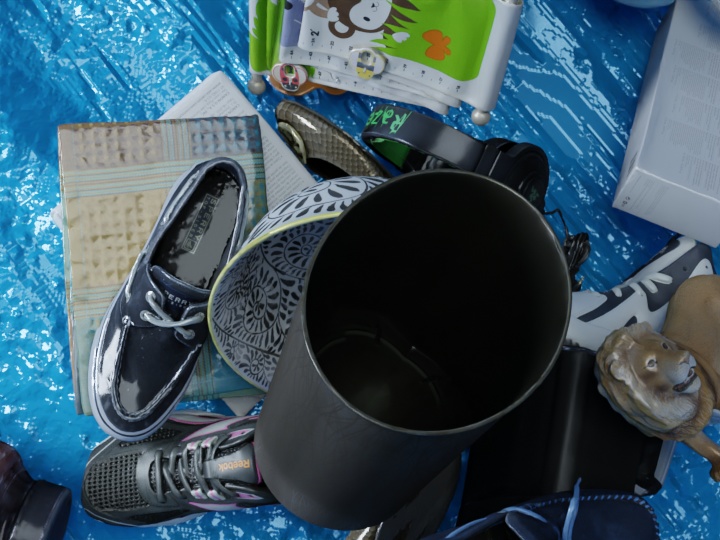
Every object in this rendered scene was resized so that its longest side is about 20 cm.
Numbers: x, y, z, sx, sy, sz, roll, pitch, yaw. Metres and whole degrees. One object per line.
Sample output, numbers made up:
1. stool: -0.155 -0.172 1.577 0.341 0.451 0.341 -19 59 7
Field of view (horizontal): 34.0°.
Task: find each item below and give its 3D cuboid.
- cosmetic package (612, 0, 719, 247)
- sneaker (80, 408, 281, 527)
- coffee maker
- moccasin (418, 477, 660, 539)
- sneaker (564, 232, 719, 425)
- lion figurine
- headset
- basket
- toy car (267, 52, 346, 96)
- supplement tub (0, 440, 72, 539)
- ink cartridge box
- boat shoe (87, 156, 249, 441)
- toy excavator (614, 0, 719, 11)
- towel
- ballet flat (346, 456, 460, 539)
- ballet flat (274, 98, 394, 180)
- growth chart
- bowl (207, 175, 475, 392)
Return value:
1. cosmetic package: 0.248 -0.116 0.871 0.083 0.051 0.200 21 54 3
2. sneaker: -0.091 0.127 0.797 0.200 0.086 0.080 -12 85 -7
3. coffee maker: 0.120 0.153 0.762 0.135 0.192 0.200 -5 60 35
4. moccasin: 0.087 0.170 0.650 0.200 0.068 0.081 -16 76 -22
5. sneaker: 0.190 0.019 0.844 0.199 0.079 0.130 22 68 -12
6. lion figurine: 0.219 0.052 0.765 0.122 0.072 0.200 45 35 -2
7. headset: 0.085 -0.049 0.847 0.200 0.123 0.094 27 87 -23
8. basket: 0.015 0.063 0.690 0.136 0.200 0.180 36 54 5
9. toy car: 0.009 -0.206 0.871 0.177 0.184 0.200 34 108 0
10. supplement tub: -0.296 0.149 0.771 0.200 0.107 0.107 17 76 0
11. ink cartridge box: -0.100 -0.019 0.867 0.161 0.050 0.200 -43 102 -12
12. boat shoe: -0.123 0.018 0.779 0.072 0.068 0.200 26 81 -12
13. toy excavator: 0.245 -0.234 0.875 0.194 0.100 0.200 -10 59 -4
14. towel: -0.133 -0.006 0.824 0.147 0.022 0.200 -5 89 -16
15. ballet flat: 0.005 0.193 0.806 0.046 0.067 0.200 20 74 43
16. ballet flat: 0.009 -0.050 0.866 0.200 0.067 0.046 41 85 0
17. growth chart: 0.011 -0.165 0.808 0.200 0.145 0.018 11 48 12
18. bowl: 0.000 0.000 0.792 0.201 0.201 0.094 1 47 -4
